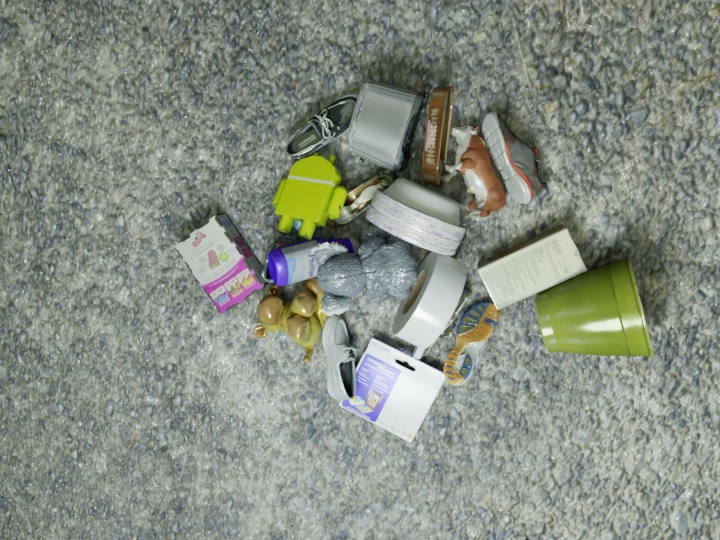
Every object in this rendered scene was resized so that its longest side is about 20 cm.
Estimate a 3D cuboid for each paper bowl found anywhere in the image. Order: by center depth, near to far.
[{"bbox_3d":[0.120,-0.117,1.110,0.200,0.201,0.104,25,102,5],"label":"paper bowl"}]

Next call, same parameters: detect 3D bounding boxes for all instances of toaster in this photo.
[{"bbox_3d":[0.055,-0.309,1.134,0.129,0.114,0.200,20,105,9],"label":"toaster"}]

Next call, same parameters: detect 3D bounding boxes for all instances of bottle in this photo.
[{"bbox_3d":[-0.101,-0.028,1.202,0.200,0.065,0.084,-16,132,-24],"label":"bottle"}]

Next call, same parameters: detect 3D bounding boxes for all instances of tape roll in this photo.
[{"bbox_3d":[0.143,0.059,1.146,0.071,0.202,0.203,27,106,-4],"label":"tape roll"}]

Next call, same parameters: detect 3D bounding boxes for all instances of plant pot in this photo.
[{"bbox_3d":[0.466,0.090,1.110,0.193,0.200,0.201,-14,99,25],"label":"plant pot"}]

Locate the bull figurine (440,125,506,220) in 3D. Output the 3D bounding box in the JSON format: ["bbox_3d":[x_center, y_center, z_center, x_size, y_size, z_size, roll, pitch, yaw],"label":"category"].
[{"bbox_3d":[0.232,-0.201,1.131,0.121,0.065,0.200,-36,101,-18],"label":"bull figurine"}]

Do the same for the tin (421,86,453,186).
[{"bbox_3d":[0.159,-0.274,1.123,0.042,0.112,0.200,10,103,19],"label":"tin"}]

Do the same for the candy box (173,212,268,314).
[{"bbox_3d":[-0.326,-0.017,1.298,0.136,0.061,0.200,-32,95,16],"label":"candy box"}]

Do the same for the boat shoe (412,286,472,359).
[{"bbox_3d":[0.182,0.121,1.222,0.064,0.071,0.200,27,106,-2],"label":"boat shoe"}]

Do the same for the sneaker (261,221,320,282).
[{"bbox_3d":[-0.159,-0.049,1.240,0.079,0.096,0.200,32,106,3],"label":"sneaker"}]

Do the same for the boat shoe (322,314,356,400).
[{"bbox_3d":[-0.038,0.201,1.265,0.071,0.070,0.201,-2,92,43],"label":"boat shoe"}]

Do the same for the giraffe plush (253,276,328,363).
[{"bbox_3d":[-0.166,0.100,1.263,0.162,0.173,0.200,17,140,17],"label":"giraffe plush"}]

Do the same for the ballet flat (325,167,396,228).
[{"bbox_3d":[-0.008,-0.154,1.197,0.200,0.075,0.068,-35,104,16],"label":"ballet flat"}]

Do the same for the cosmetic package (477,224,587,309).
[{"bbox_3d":[0.359,-0.007,1.160,0.200,0.071,0.105,-25,96,15],"label":"cosmetic package"}]

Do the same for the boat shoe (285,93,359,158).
[{"bbox_3d":[-0.080,-0.313,1.182,0.199,0.068,0.074,-28,96,16],"label":"boat shoe"}]

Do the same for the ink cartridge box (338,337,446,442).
[{"bbox_3d":[0.077,0.278,1.291,0.198,0.043,0.200,27,108,5],"label":"ink cartridge box"}]

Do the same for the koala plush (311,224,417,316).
[{"bbox_3d":[0.000,0.000,1.142,0.200,0.184,0.178,-8,99,-17],"label":"koala plush"}]

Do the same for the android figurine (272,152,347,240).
[{"bbox_3d":[-0.112,-0.167,1.196,0.182,0.041,0.200,12,78,31],"label":"android figurine"}]

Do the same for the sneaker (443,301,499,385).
[{"bbox_3d":[0.248,0.164,1.225,0.075,0.088,0.200,28,85,28],"label":"sneaker"}]

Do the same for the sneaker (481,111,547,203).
[{"bbox_3d":[0.320,-0.241,1.131,0.082,0.077,0.200,-28,97,-12],"label":"sneaker"}]
